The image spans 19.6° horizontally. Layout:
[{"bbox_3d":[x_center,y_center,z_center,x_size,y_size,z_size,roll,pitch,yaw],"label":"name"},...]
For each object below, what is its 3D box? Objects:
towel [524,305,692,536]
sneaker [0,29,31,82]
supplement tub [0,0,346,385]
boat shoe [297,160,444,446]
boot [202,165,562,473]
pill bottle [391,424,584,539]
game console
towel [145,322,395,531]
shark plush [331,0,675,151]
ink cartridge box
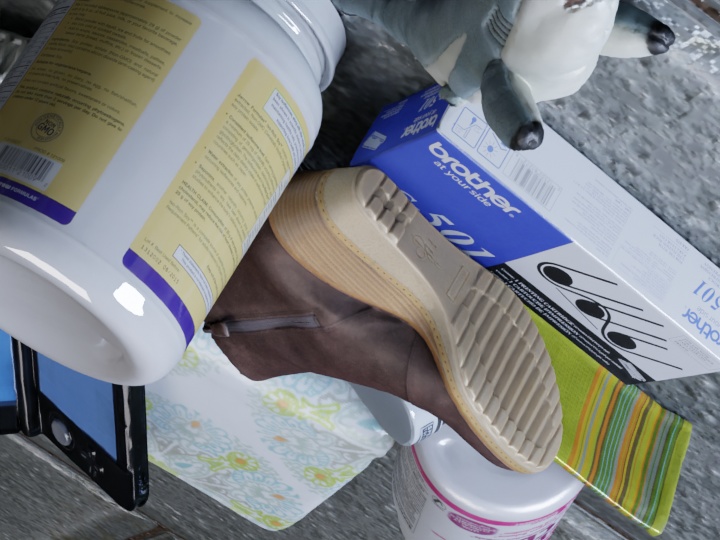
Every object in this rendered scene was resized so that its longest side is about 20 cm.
[{"bbox_3d":[0.108,0.064,1.181,0.200,0.086,0.018,38,134,-18],"label":"towel"},{"bbox_3d":[-0.201,-0.106,1.226,0.087,0.075,0.200,44,155,-20],"label":"sneaker"},{"bbox_3d":[-0.107,-0.061,1.014,0.145,0.200,0.145,26,158,11],"label":"supplement tub"},{"bbox_3d":[0.001,-0.001,1.186,0.199,0.068,0.074,55,155,5],"label":"boat shoe"},{"bbox_3d":[0.001,0.036,1.109,0.166,0.072,0.200,-21,110,47],"label":"boot"},{"bbox_3d":[0.079,0.125,1.310,0.113,0.113,0.200,28,160,6],"label":"pill bottle"},{"bbox_3d":[-0.226,0.055,1.281,0.176,0.116,0.200,37,141,35],"label":"game console"},{"bbox_3d":[-0.083,0.088,1.330,0.171,0.048,0.200,30,148,-10],"label":"towel"},{"bbox_3d":[0.056,-0.122,0.905,0.083,0.091,0.200,63,168,-23],"label":"shark plush"},{"bbox_3d":[0.098,-0.018,1.055,0.200,0.044,0.094,38,157,-17],"label":"ink cartridge box"}]
